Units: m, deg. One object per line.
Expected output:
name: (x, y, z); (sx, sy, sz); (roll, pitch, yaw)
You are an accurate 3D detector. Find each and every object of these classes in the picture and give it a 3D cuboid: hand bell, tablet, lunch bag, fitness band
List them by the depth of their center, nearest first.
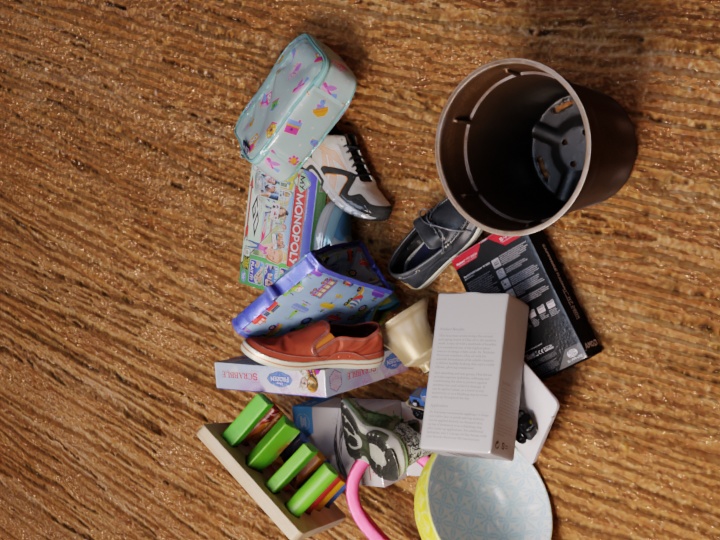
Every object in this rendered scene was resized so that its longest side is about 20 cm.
tablet: (0.183, 0.146, 1.445); (0.200, 0.014, 0.130); (51, 145, 33)
lunch bag: (-0.072, 0.036, 1.462); (0.150, 0.200, 0.094); (-38, 74, 20)
hand bell: (0.104, 0.146, 1.511); (0.104, 0.104, 0.200); (-36, 86, 33)
fitness band: (0.068, 0.330, 1.531); (0.144, 0.037, 0.200); (-43, 90, 4)
lunch bag: (-0.102, -0.235, 1.580); (0.200, 0.077, 0.160); (-50, 35, 15)

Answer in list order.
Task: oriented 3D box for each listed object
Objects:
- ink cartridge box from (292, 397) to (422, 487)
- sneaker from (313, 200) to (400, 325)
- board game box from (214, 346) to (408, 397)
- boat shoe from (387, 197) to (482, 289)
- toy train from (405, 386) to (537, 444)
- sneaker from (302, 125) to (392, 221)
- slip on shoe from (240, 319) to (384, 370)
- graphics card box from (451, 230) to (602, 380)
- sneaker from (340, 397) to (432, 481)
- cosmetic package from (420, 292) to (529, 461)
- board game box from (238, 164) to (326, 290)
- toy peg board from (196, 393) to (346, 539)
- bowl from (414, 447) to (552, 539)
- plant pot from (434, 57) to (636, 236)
ink cartridge box: (0.000, 0.250, 1.607); (0.200, 0.067, 0.116); (-3, 93, 36)
sneaker: (0.000, 0.000, 1.582); (0.130, 0.079, 0.201); (4, 92, 25)
board game box: (-0.068, 0.137, 1.563); (0.200, 0.199, 0.041); (0, 97, 37)
boat shoe: (0.108, -0.052, 1.491); (0.200, 0.062, 0.075); (-50, 45, 30)
toy train: (0.139, 0.185, 1.433); (0.200, 0.034, 0.046); (8, 127, 39)
sneaker: (-0.022, -0.149, 1.578); (0.200, 0.074, 0.080); (46, 117, 23)
slip on shoe: (-0.060, 0.093, 1.435); (0.074, 0.199, 0.061); (-139, 53, -63)
graphics card box: (0.216, 0.045, 1.437); (0.125, 0.051, 0.200); (-33, 75, 35)
sneaker: (0.035, 0.223, 1.489); (0.200, 0.088, 0.077); (-148, 51, -60)
cosmetic package: (0.144, 0.132, 1.375); (0.101, 0.071, 0.201); (0, 74, 33)
board game box: (-0.119, -0.064, 1.686); (0.134, 0.029, 0.201); (15, 104, 35)
toy peg board: (-0.095, 0.261, 1.532); (0.200, 0.199, 0.098); (45, 98, 16)
bowl: (0.143, 0.323, 1.448); (0.108, 0.200, 0.201); (-40, 71, 51)
plant pot: (0.226, -0.146, 1.318); (0.200, 0.198, 0.201); (4, 97, 36)
